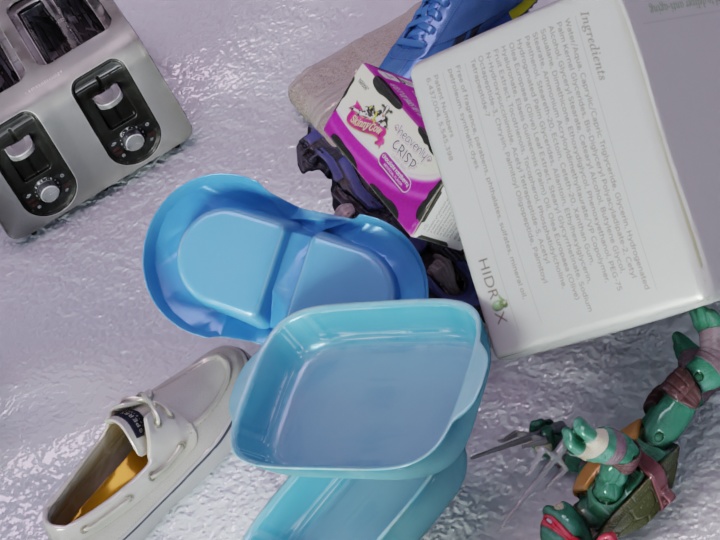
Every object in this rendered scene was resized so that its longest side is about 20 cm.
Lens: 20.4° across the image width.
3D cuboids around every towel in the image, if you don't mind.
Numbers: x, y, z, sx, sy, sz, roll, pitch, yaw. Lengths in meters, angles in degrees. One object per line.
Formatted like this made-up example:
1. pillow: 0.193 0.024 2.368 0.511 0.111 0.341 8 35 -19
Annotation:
1. towel: 0.047 -0.159 1.584 0.200 0.035 0.133 -29 37 -3

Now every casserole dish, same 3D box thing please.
1. casserole dish: 0.004 0.079 1.254 0.200 0.039 0.121 -4 55 40
2. casserole dish: -0.003 0.155 1.285 0.200 0.039 0.121 -51 31 6

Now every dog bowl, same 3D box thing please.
1. dog bowl: -0.047 0.006 1.358 0.199 0.050 0.112 17 88 11

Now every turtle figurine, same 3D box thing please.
1. turtle figurine: 0.158 0.113 1.265 0.200 0.101 0.150 -42 6 -16

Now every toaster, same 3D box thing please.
1. toaster: -0.261 -0.153 1.669 0.180 0.119 0.200 -30 45 -5

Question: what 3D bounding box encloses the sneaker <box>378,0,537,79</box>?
1. sneaker: 0.062 -0.194 1.529 0.066 0.079 0.200 22 60 41

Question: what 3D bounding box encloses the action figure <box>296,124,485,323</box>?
1. action figure: 0.000 0.000 1.433 0.193 0.105 0.200 -32 66 -13

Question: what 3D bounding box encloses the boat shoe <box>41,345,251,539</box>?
1. boat shoe: -0.150 0.120 1.410 0.071 0.070 0.200 27 66 39

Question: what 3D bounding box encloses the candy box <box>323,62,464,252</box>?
1. candy box: 0.090 -0.062 1.378 0.061 0.200 0.136 -57 43 19

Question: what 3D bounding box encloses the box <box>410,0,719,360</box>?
1. box: 0.175 -0.071 1.245 0.171 0.201 0.199 -18 -2 43
